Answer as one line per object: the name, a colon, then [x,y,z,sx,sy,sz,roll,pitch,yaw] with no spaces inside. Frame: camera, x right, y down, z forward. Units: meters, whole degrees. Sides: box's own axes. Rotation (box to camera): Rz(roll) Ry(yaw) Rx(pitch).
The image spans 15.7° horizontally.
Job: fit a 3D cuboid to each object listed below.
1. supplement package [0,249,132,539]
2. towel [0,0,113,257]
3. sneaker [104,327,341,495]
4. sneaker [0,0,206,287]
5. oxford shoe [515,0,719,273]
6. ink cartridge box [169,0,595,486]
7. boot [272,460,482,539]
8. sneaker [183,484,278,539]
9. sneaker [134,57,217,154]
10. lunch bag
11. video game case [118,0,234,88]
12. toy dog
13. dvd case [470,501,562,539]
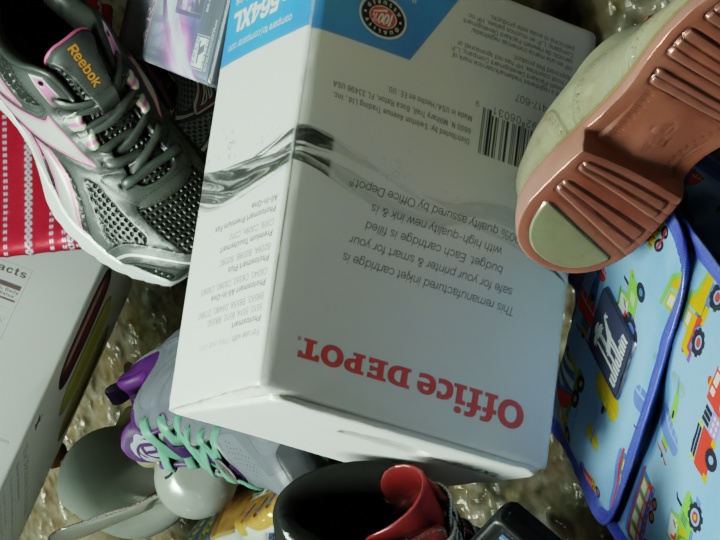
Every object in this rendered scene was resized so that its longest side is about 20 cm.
supplement package: [-0.202,0.045,1.355,0.109,0.200,0.114,20,152,4]
towel: [-0.226,-0.071,1.333,0.022,0.200,0.145,80,-173,-66]
sneaker: [-0.066,0.083,1.258,0.074,0.087,0.200,58,177,-24]
sneaker: [-0.135,-0.078,1.274,0.200,0.080,0.086,44,161,10]
oxford shoe: [0.129,-0.087,1.030,0.200,0.071,0.074,-41,33,27]
ink cartridge box: [0.011,-0.021,1.103,0.084,0.146,0.200,-16,61,55]
boot: [0.057,0.131,1.125,0.144,0.200,0.072,106,166,-57]
sneaker: [-0.032,0.145,1.360,0.088,0.075,0.200,39,163,-10]
sneaker: [-0.121,-0.074,1.384,0.200,0.075,0.081,-43,69,51]
lunch bag: [0.145,0.044,1.086,0.200,0.094,0.151,50,139,49]
video game case: [-0.072,-0.163,1.227,0.200,0.019,0.143,-152,75,-70]
toy dog: [-0.130,0.102,1.407,0.096,0.132,0.200,28,142,-12]
dvd case: [0.067,0.194,1.085,0.143,0.018,0.200,40,134,3]
